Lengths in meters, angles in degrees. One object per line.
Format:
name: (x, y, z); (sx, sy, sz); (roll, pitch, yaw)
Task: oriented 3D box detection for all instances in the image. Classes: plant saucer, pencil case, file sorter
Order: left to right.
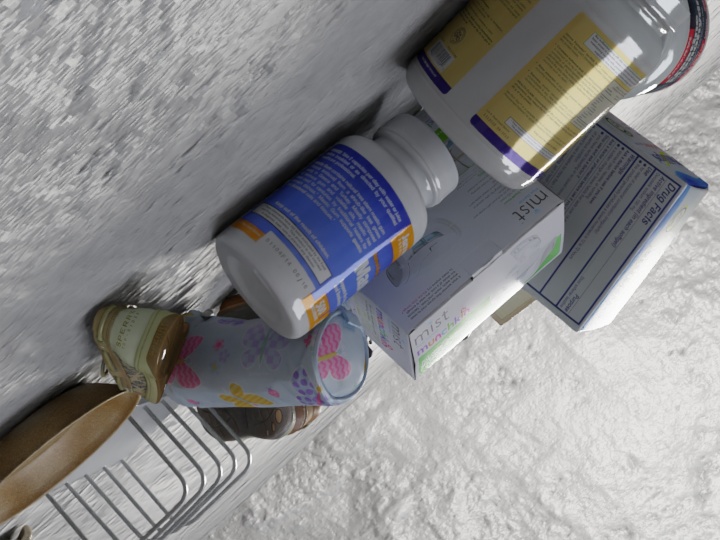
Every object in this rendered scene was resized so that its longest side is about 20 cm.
plant saucer: (-0.283, 0.160, 1.265); (0.200, 0.035, 0.200); (-41, 172, -7)
file sorter: (-0.223, 0.214, 1.519); (0.139, 0.125, 0.200); (-45, 171, 13)
pencil case: (-0.090, 0.078, 1.275); (0.200, 0.083, 0.091); (-3, -124, 36)

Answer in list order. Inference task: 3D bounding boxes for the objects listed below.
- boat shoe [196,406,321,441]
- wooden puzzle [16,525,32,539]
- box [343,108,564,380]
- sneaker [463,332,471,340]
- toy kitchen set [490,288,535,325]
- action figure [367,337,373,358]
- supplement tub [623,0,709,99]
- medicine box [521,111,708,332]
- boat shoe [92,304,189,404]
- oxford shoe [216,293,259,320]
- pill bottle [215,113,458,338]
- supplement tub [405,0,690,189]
boat shoe: (-0.119, 0.159, 1.630); (0.072, 0.076, 0.200); (-5, -174, -38)
wooden puzzle: (-0.458, 0.377, 1.591); (0.200, 0.037, 0.185); (-42, 173, -36)
box: (0.062, -0.033, 1.337); (0.200, 0.176, 0.097); (-40, 153, -17)
sneaker: (0.042, 0.043, 1.682); (0.082, 0.200, 0.073); (-28, 128, -42)
toy kitchen set: (0.153, -0.092, 1.587); (0.180, 0.200, 0.163); (-37, 139, 10)
action figure: (-0.049, 0.079, 1.637); (0.200, 0.102, 0.119); (-28, -152, 44)
supplement tub: (0.251, -0.235, 1.359); (0.140, 0.140, 0.200); (-45, 171, 22)
medicine box: (0.211, -0.070, 1.432); (0.182, 0.200, 0.103); (-56, 161, 17)
boat shoe: (-0.183, 0.062, 1.183); (0.200, 0.063, 0.073); (116, -6, -73)
oxford shoe: (-0.052, 0.011, 1.420); (0.200, 0.071, 0.071); (-18, 152, -3)
pill bottle: (-0.015, -0.043, 1.206); (0.200, 0.112, 0.112); (-39, 171, -18)
supplement tub: (0.152, -0.180, 1.157); (0.200, 0.145, 0.145); (-44, 172, 14)
